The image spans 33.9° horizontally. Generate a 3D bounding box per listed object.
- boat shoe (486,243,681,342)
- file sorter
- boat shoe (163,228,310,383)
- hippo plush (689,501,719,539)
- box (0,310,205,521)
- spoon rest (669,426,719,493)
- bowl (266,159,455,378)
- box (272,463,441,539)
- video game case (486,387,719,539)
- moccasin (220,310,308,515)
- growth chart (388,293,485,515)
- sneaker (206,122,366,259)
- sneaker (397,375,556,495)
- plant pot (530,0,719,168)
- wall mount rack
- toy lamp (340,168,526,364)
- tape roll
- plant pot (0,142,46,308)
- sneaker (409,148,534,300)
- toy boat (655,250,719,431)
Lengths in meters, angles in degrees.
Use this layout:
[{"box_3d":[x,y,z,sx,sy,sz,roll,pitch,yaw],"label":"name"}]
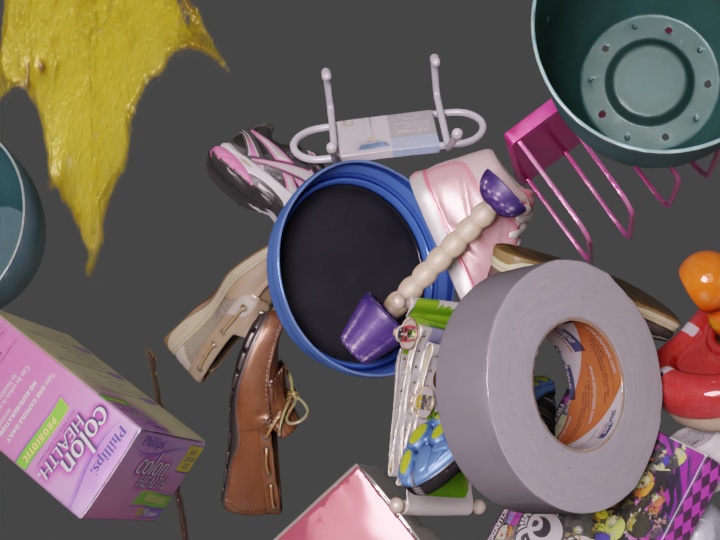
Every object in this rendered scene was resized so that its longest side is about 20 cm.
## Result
[{"box_3d":[0.199,0.032,1.081,0.197,0.073,0.066,20,105,-15],"label":"boat shoe"},{"box_3d":[0.252,-0.117,1.089,0.199,0.139,0.126,-36,74,3],"label":"file sorter"},{"box_3d":[-0.110,0.035,1.159,0.199,0.072,0.065,-41,84,24],"label":"boat shoe"},{"box_3d":[0.329,0.269,1.007,0.159,0.158,0.204,-1,83,37],"label":"hippo plush"},{"box_3d":[-0.274,0.141,1.133,0.198,0.176,0.097,34,86,16],"label":"box"},{"box_3d":[0.341,0.151,1.044,0.198,0.099,0.061,-29,100,-6],"label":"spoon rest"},{"box_3d":[0.000,0.000,1.112,0.198,0.039,0.205,7,78,-32],"label":"bowl"},{"box_3d":[-0.030,0.283,1.072,0.200,0.128,0.109,-43,74,2],"label":"box"},{"box_3d":[0.199,0.221,1.028,0.202,0.036,0.181,-60,33,-3],"label":"video game case"},{"box_3d":[-0.087,0.138,1.122,0.076,0.074,0.205,7,100,0],"label":"moccasin"},{"box_3d":[0.073,0.121,1.042,0.018,0.143,0.204,4,93,45],"label":"growth chart"},{"box_3d":[-0.057,-0.080,1.185,0.199,0.081,0.086,42,67,7],"label":"sneaker"},{"box_3d":[0.111,0.151,1.019,0.070,0.198,0.084,-7,98,44],"label":"sneaker"},{"box_3d":[0.238,-0.175,0.948,0.197,0.161,0.205,-1,82,10],"label":"plant pot"},{"box_3d":[0.027,-0.140,1.133,0.196,0.076,0.175,-7,38,0],"label":"wall mount rack"},{"box_3d":[0.062,0.001,1.049,0.200,0.058,0.058,-46,73,5],"label":"toy lamp"},{"box_3d":[0.157,0.095,0.966,0.066,0.198,0.204,-13,70,54],"label":"tape roll"},{"box_3d":[-0.404,-0.035,1.221,0.196,0.135,0.204,-3,77,12],"label":"plant pot"},{"box_3d":[0.130,-0.018,1.107,0.103,0.075,0.203,-24,92,8],"label":"sneaker"},{"box_3d":[0.320,0.037,1.025,0.200,0.130,0.131,-48,111,-4],"label":"toy boat"}]
